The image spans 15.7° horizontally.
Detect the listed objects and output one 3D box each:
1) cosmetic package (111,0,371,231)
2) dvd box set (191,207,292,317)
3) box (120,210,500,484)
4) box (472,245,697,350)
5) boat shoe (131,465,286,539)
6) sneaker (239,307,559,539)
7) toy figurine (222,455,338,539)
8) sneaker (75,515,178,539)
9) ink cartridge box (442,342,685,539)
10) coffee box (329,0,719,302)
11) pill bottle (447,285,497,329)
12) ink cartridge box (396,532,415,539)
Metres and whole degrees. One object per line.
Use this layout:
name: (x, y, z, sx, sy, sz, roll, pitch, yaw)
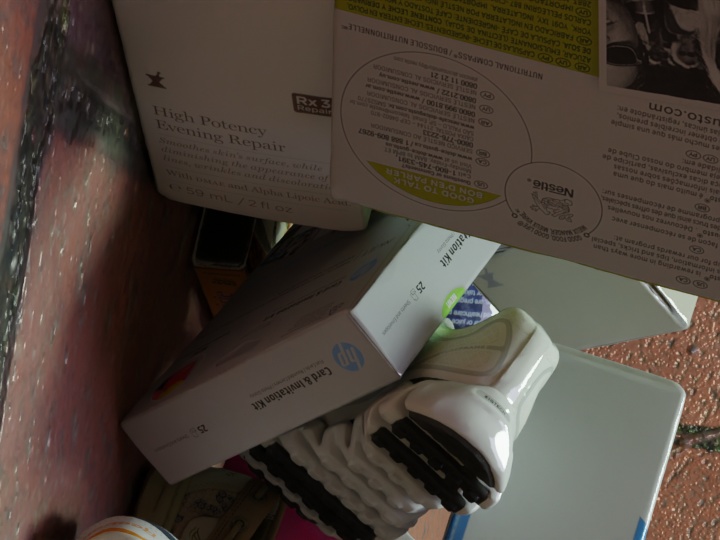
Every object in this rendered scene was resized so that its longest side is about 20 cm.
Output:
cosmetic package: (-0.042, -0.105, 1.072, 0.200, 0.101, 0.074, 80, 23, -57)
dvd box set: (-0.042, -0.024, 1.337, 0.200, 0.029, 0.147, 76, 24, -64)
box: (0.000, 0.000, 1.163, 0.041, 0.156, 0.200, 52, 43, -11)
box: (0.126, -0.064, 1.256, 0.078, 0.095, 0.200, 46, 51, -31)
boat shoe: (-0.084, 0.173, 1.159, 0.073, 0.063, 0.200, 82, 19, -60)
sneaker: (0.017, 0.065, 1.125, 0.200, 0.075, 0.081, -18, -148, 57)
toy figurine: (-0.019, 0.167, 1.330, 0.200, 0.150, 0.185, -31, 120, -65)
sneaker: (-0.102, 0.197, 1.043, 0.079, 0.078, 0.201, 73, 15, -78)
ink cartridge box: (0.076, 0.138, 1.200, 0.200, 0.084, 0.145, 97, 11, -66)
coffee box: (0.112, -0.134, 1.024, 0.198, 0.200, 0.200, 92, 18, -44)
pill bottle: (0.037, -0.003, 1.382, 0.111, 0.111, 0.201, -11, 108, -80)
ink cartridge box: (0.019, 0.184, 1.452, 0.037, 0.200, 0.095, -29, 143, -21)
